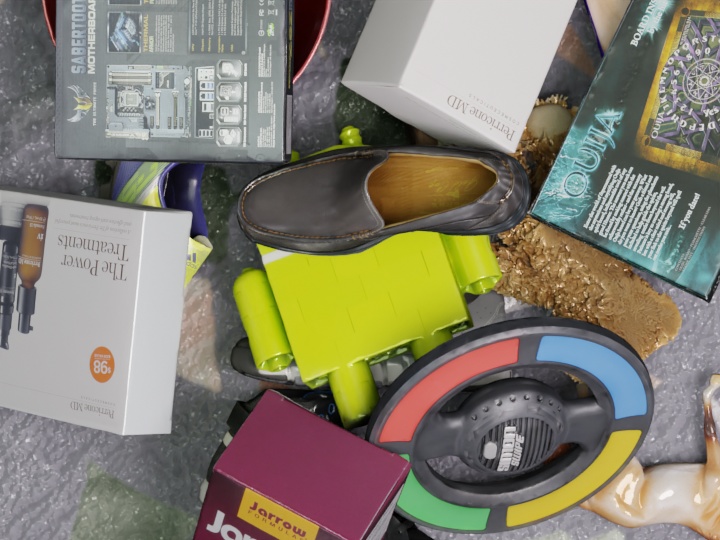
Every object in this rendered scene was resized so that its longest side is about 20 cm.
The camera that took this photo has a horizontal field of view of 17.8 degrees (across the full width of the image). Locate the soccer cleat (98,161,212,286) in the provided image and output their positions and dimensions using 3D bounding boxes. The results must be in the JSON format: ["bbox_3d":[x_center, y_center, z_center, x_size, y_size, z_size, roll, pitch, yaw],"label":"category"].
[{"bbox_3d":[-0.147,0.003,1.629,0.083,0.065,0.202,7,91,24],"label":"soccer cleat"}]

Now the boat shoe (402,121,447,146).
[{"bbox_3d":[0.056,-0.186,1.615,0.075,0.072,0.202,-11,101,-8],"label":"boat shoe"}]

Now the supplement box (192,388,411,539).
[{"bbox_3d":[-0.052,0.191,1.544,0.110,0.086,0.201,27,135,10],"label":"supplement box"}]

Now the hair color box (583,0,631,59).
[{"bbox_3d":[0.225,-0.137,1.577,0.108,0.065,0.202,-19,76,7],"label":"hair color box"}]

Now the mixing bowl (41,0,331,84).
[{"bbox_3d":[-0.114,-0.194,1.601,0.198,0.108,0.202,0,92,5],"label":"mixing bowl"}]

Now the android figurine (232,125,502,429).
[{"bbox_3d":[0.000,0.000,1.568,0.181,0.041,0.201,-23,74,6],"label":"android figurine"}]

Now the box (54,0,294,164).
[{"bbox_3d":[-0.122,-0.172,1.523,0.156,0.051,0.202,1,93,5],"label":"box"}]

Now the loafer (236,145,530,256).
[{"bbox_3d":[0.010,-0.054,1.519,0.198,0.072,0.073,-8,79,11],"label":"loafer"}]

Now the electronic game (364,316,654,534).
[{"bbox_3d":[0.100,0.106,1.535,0.198,0.042,0.201,-8,135,-8],"label":"electronic game"}]

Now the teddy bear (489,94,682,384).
[{"bbox_3d":[0.142,-0.022,1.604,0.200,0.067,0.145,47,68,-2],"label":"teddy bear"}]

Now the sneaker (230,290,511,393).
[{"bbox_3d":[0.009,0.026,1.626,0.198,0.075,0.117,2,87,-4],"label":"sneaker"}]

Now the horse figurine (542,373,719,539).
[{"bbox_3d":[0.213,0.137,1.618,0.198,0.050,0.134,4,90,4],"label":"horse figurine"}]

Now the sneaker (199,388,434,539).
[{"bbox_3d":[-0.007,0.146,1.623,0.199,0.073,0.113,21,97,5],"label":"sneaker"}]

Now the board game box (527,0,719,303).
[{"bbox_3d":[0.213,-0.098,1.526,0.135,0.028,0.201,26,89,15],"label":"board game box"}]

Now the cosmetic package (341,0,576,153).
[{"bbox_3d":[0.082,-0.191,1.547,0.107,0.085,0.201,25,82,-29],"label":"cosmetic package"}]

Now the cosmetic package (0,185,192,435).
[{"bbox_3d":[-0.207,0.024,1.595,0.199,0.051,0.152,8,96,41],"label":"cosmetic package"}]
